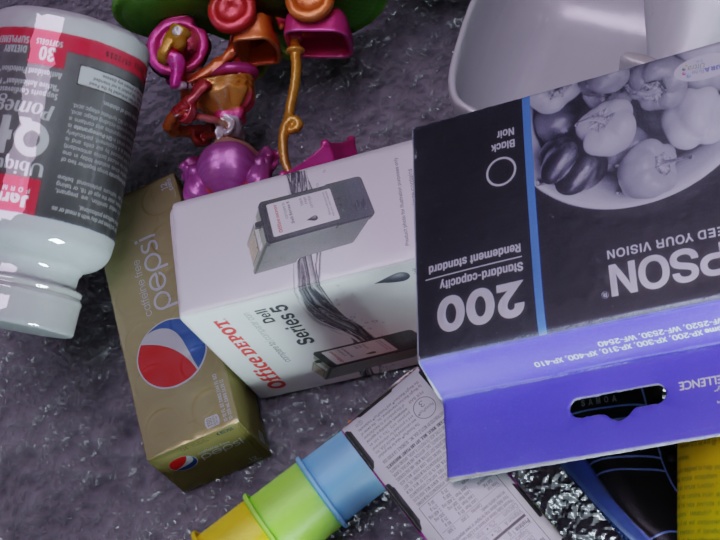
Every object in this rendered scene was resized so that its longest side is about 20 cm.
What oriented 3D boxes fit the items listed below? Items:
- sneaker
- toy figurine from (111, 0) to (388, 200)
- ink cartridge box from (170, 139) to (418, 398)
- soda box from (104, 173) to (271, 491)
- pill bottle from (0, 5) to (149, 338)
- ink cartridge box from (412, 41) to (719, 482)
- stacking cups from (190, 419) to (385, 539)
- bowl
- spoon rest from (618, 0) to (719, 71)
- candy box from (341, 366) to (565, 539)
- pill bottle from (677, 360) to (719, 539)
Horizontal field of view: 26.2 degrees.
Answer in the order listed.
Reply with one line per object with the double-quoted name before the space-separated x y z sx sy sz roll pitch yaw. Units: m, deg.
"sneaker" 0.160 0.107 0.898 0.078 0.070 0.200 -42 58 1
"toy figurine" -0.074 -0.107 1.057 0.198 0.150 0.186 -5 71 7
"ink cartridge box" 0.000 0.000 0.965 0.198 0.146 0.085 -14 61 13
"soda box" -0.121 0.039 1.038 0.067 0.064 0.201 -22 59 7
"pill bottle" -0.208 -0.061 1.016 0.110 0.111 0.202 6 81 22
"ink cartridge box" 0.122 -0.005 0.801 0.196 0.043 0.202 -14 62 23
"stacking cups" -0.009 0.125 0.953 0.199 0.061 0.061 -38 58 -2
"bowl" 0.165 -0.128 0.987 0.198 0.075 0.201 13 53 14
"spoon rest" 0.202 -0.145 0.927 0.099 0.061 0.200 24 44 18
"candy box" 0.085 0.161 0.857 0.061 0.137 0.200 -39 59 -2
"pill bottle" 0.217 0.112 0.796 0.108 0.109 0.202 -2 77 19
